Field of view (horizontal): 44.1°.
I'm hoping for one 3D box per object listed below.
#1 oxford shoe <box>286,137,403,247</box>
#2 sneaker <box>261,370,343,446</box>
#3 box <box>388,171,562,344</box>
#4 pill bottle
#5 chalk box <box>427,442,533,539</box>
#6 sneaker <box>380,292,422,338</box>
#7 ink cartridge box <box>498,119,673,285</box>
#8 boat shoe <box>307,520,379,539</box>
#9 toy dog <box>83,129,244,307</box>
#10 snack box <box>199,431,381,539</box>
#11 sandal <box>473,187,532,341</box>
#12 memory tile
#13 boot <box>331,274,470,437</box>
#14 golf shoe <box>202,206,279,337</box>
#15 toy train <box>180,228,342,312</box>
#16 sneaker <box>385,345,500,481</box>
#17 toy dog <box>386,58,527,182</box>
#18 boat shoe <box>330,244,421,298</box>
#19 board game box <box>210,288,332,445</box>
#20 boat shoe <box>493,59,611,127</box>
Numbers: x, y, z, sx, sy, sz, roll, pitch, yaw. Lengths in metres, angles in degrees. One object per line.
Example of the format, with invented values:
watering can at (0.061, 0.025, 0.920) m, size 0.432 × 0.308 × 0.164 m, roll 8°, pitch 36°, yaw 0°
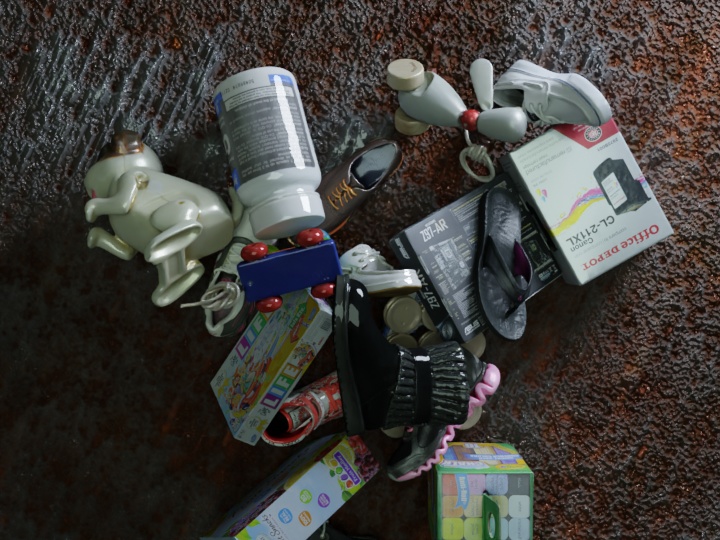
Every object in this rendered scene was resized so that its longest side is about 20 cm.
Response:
oxford shoe at (-0.026, -0.108, 1.190) m, size 0.200 × 0.073 × 0.071 m, roll -45°, pitch 92°, yaw 2°
sneaker at (-0.043, 0.176, 1.186) m, size 0.201 × 0.108 × 0.067 m, roll -22°, pitch 93°, yaw 1°
box at (0.154, -0.017, 1.159) m, size 0.200 × 0.044 × 0.161 m, roll -32°, pitch 93°, yaw -32°
pill bottle at (-0.115, -0.148, 1.151) m, size 0.113 × 0.114 × 0.201 m, roll -15°, pitch 80°, yaw 1°
chalk box at (0.152, 0.304, 1.145) m, size 0.123 × 0.200 × 0.125 m, roll 1°, pitch 91°, yaw 1°
sneaker at (0.094, 0.041, 1.197) m, size 0.088 × 0.075 × 0.200 m, roll 28°, pitch 95°, yaw -6°
ink cartridge box at (0.299, -0.100, 1.185) m, size 0.145 × 0.083 × 0.200 m, roll -30°, pitch 92°, yaw 1°
boat shoe at (-0.066, 0.367, 1.214) m, size 0.199 × 0.072 × 0.068 m, roll 4°, pitch 95°, yaw 2°
toy dog at (-0.269, -0.091, 1.143) m, size 0.200 × 0.140 × 0.194 m, roll 41°, pitch 70°, yaw 19°
snack box at (-0.091, 0.294, 1.126) m, size 0.200 × 0.169 × 0.068 m, roll -37°, pitch 91°, yaw -28°
sandal at (0.182, -0.013, 1.119) m, size 0.075 × 0.048 × 0.201 m, roll 7°, pitch 73°, yaw -29°
memory tile at (0.097, 0.125, 1.188) m, size 0.153 × 0.017 × 0.201 m, roll -4°, pitch 108°, yaw -21°
boot at (0.047, 0.097, 1.073) m, size 0.157 × 0.079 × 0.212 m, roll -8°, pitch 109°, yaw -4°
golf shoe at (-0.159, -0.005, 1.190) m, size 0.077 × 0.088 × 0.201 m, roll 15°, pitch 91°, yaw 2°
toy train at (-0.125, -0.001, 1.123) m, size 0.199 × 0.116 × 0.085 m, roll -14°, pitch 106°, yaw 1°
sneaker at (0.088, 0.178, 1.152) m, size 0.095 × 0.079 × 0.200 m, roll 44°, pitch 76°, yaw -13°
toy dog at (0.129, -0.221, 1.163) m, size 0.200 × 0.132 × 0.096 m, roll 33°, pitch 56°, yaw 10°
boat shoe at (0.000, 0.000, 1.148) m, size 0.071 × 0.200 × 0.070 m, roll 7°, pitch 84°, yaw -40°
board game box at (-0.116, 0.108, 1.162) m, size 0.034 × 0.134 × 0.200 m, roll 29°, pitch 100°, yaw -31°
boat shoe at (0.237, -0.212, 1.132) m, size 0.065 × 0.200 × 0.074 m, roll -40°, pitch 120°, yaw -5°
